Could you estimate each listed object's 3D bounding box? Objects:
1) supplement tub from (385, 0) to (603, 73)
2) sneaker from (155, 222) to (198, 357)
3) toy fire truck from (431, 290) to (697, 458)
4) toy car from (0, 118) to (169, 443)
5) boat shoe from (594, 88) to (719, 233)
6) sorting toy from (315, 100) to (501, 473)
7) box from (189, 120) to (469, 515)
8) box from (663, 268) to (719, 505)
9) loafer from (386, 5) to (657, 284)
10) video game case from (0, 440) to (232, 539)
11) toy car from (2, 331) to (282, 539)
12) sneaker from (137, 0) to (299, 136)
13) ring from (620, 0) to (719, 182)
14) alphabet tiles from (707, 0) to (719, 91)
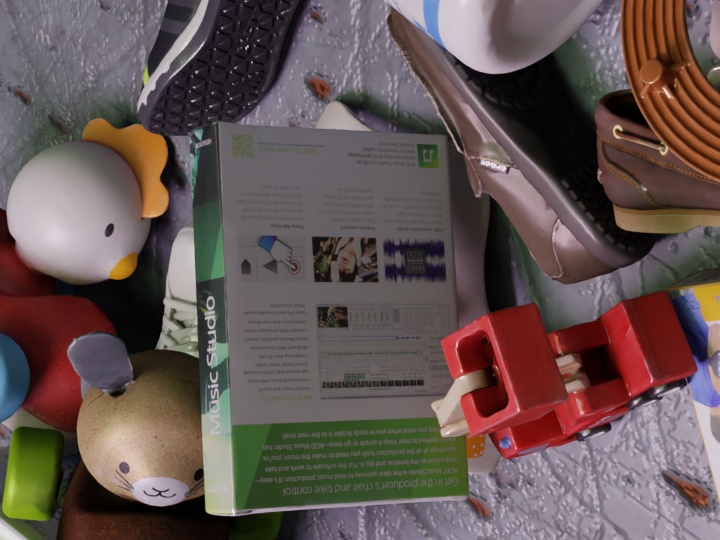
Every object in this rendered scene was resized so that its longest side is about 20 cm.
[{"bbox_3d":[0.032,-0.204,0.944,0.200,0.132,0.132,41,129,26],"label":"supplement tub"},{"bbox_3d":[-0.110,0.070,1.214,0.073,0.085,0.200,11,111,43],"label":"sneaker"},{"bbox_3d":[0.089,0.059,0.941,0.049,0.141,0.200,71,157,13],"label":"toy fire truck"},{"bbox_3d":[-0.191,-0.007,1.238,0.200,0.184,0.177,-46,70,13],"label":"toy car"},{"bbox_3d":[0.189,-0.054,0.868,0.200,0.070,0.070,3,112,45],"label":"boat shoe"},{"bbox_3d":[0.000,0.000,1.092,0.200,0.107,0.180,22,100,37],"label":"sorting toy"},{"bbox_3d":[-0.016,0.025,0.981,0.036,0.144,0.200,-15,76,58],"label":"box"},{"bbox_3d":[0.229,0.093,0.920,0.119,0.041,0.200,-9,97,48],"label":"box"},{"bbox_3d":[0.071,-0.071,0.994,0.200,0.073,0.071,57,135,14],"label":"loafer"},{"bbox_3d":[-0.160,0.169,1.200,0.182,0.200,0.024,34,102,16],"label":"video game case"},{"bbox_3d":[-0.113,0.109,1.039,0.200,0.164,0.158,107,165,-46],"label":"toy car"},{"bbox_3d":[-0.081,-0.165,1.129,0.200,0.072,0.083,-54,43,40],"label":"sneaker"},{"bbox_3d":[0.197,-0.132,0.830,0.200,0.019,0.201,-12,71,39],"label":"ring"},{"bbox_3d":[0.247,-0.079,0.864,0.200,0.015,0.196,20,118,39],"label":"alphabet tiles"}]
